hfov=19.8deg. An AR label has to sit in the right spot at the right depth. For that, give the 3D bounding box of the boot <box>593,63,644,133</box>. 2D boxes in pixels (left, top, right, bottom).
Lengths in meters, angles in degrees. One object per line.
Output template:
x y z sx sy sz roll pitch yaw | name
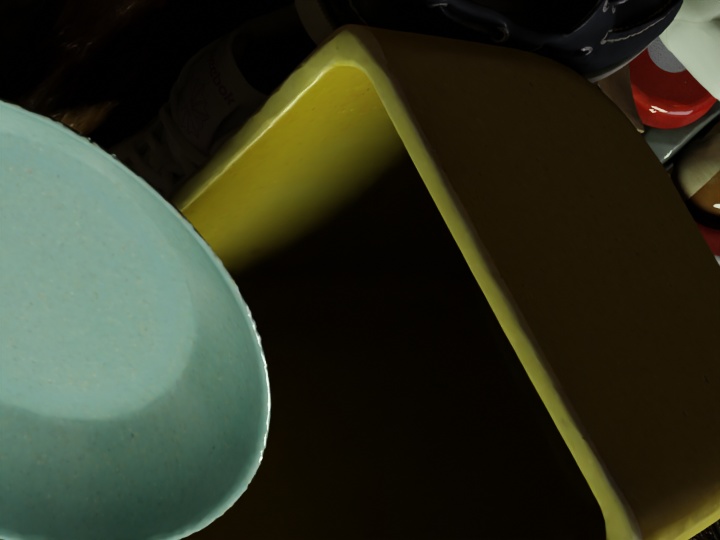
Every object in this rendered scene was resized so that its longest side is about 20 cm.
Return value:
0.083 -0.093 0.886 0.073 0.076 0.200 -27 168 18 | boot

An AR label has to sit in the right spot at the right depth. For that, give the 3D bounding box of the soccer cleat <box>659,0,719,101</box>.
0.220 -0.133 1.008 0.199 0.078 0.069 -20 167 -34 | soccer cleat

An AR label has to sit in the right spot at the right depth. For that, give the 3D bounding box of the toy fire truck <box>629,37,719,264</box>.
0.145 -0.028 1.032 0.199 0.168 0.112 -37 173 -19 | toy fire truck

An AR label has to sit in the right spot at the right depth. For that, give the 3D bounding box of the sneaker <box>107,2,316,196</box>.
-0.063 -0.050 0.797 0.199 0.075 0.100 -34 156 9 | sneaker

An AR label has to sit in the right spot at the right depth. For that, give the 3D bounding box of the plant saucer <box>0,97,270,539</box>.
-0.118 0.011 0.697 0.201 0.201 0.039 -36 -162 40 | plant saucer

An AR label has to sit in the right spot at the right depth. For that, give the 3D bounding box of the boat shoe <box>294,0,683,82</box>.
0.068 -0.113 0.761 0.198 0.075 0.066 -2 165 -41 | boat shoe

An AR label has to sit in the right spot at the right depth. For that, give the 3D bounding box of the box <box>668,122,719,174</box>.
0.197 -0.058 1.150 0.021 0.165 0.199 32 131 -28 | box

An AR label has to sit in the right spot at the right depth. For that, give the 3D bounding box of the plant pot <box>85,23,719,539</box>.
0.043 0.040 0.759 0.199 0.195 0.195 -10 157 -50 | plant pot
